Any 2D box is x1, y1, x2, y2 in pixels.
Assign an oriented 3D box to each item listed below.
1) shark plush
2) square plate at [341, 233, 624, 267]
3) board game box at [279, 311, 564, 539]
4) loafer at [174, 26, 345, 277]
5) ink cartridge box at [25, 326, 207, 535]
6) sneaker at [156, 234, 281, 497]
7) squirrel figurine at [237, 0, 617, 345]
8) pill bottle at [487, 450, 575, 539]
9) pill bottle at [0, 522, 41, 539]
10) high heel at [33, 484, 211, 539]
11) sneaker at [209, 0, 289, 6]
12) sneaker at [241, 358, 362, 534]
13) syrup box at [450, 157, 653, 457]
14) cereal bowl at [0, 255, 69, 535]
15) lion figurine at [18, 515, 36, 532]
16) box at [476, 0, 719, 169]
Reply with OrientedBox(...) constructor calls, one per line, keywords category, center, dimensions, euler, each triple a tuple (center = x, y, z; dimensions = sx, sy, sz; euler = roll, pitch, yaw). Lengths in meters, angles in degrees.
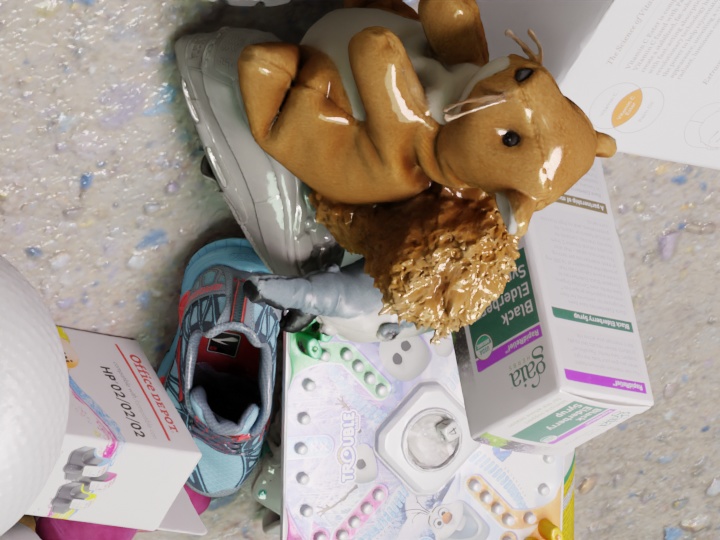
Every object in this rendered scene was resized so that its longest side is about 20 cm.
OrientedBox(category="shark plush", center=(0.000, 0.000, 1.689), dimensions=(0.200, 0.091, 0.083), euler=(-7, 96, -33))
OrientedBox(category="square plate", center=(0.061, -0.026, 1.796), dimensions=(0.198, 0.028, 0.200), euler=(-26, 139, -3))
OrientedBox(category="board game box", center=(0.046, 0.109, 1.802), dimensions=(0.200, 0.026, 0.200), euler=(-3, 102, -23))
OrientedBox(category="loafer", center=(-0.058, -0.064, 1.658), dimensions=(0.070, 0.070, 0.200), euler=(-53, 142, -36))
OrientedBox(category="ink cartridge box", center=(-0.178, 0.093, 1.713), dimensions=(0.200, 0.115, 0.068), euler=(12, 121, -38))
OrientedBox(category="sneaker", center=(-0.093, 0.078, 1.753), dimensions=(0.079, 0.096, 0.200), euler=(5, 130, -2))
OrientedBox(category="squirrel figurine", center=(0.050, -0.065, 1.575), dimensions=(0.142, 0.186, 0.200), euler=(-40, 138, -40))
OrientedBox(category="pill bottle", center=(0.093, 0.175, 1.955), dimensions=(0.113, 0.113, 0.200), euler=(-18, 139, -13))
OrientedBox(category="pill bottle", center=(-0.279, 0.209, 1.667), dimensions=(0.200, 0.112, 0.112), euler=(-11, 139, -44))
OrientedBox(category="high heel", center=(-0.141, 0.164, 1.800), dimensions=(0.067, 0.096, 0.200), euler=(-40, 154, 12))
OrientedBox(category="sneaker", center=(-0.019, -0.206, 1.545), dimensions=(0.200, 0.075, 0.079), euler=(-21, 130, -22))
OrientedBox(category="sneaker", center=(-0.041, 0.119, 1.860), dimensions=(0.088, 0.075, 0.200), euler=(-10, 138, -4))
OrientedBox(category="syrup box", center=(0.102, 0.002, 1.663), dimensions=(0.081, 0.200, 0.079), euler=(13, 147, -38))
OrientedBox(category="cereal bowl", center=(-0.268, 0.072, 1.571), dimensions=(0.200, 0.200, 0.083), euler=(-37, 173, 9))
OrientedBox(category="lion figurine", center=(-0.257, 0.198, 1.812), dimensions=(0.200, 0.073, 0.122), euler=(-44, 141, 13))
OrientedBox(category="box", center=(0.189, -0.156, 1.675), dimensions=(0.200, 0.106, 0.152), euler=(9, 127, -36))
